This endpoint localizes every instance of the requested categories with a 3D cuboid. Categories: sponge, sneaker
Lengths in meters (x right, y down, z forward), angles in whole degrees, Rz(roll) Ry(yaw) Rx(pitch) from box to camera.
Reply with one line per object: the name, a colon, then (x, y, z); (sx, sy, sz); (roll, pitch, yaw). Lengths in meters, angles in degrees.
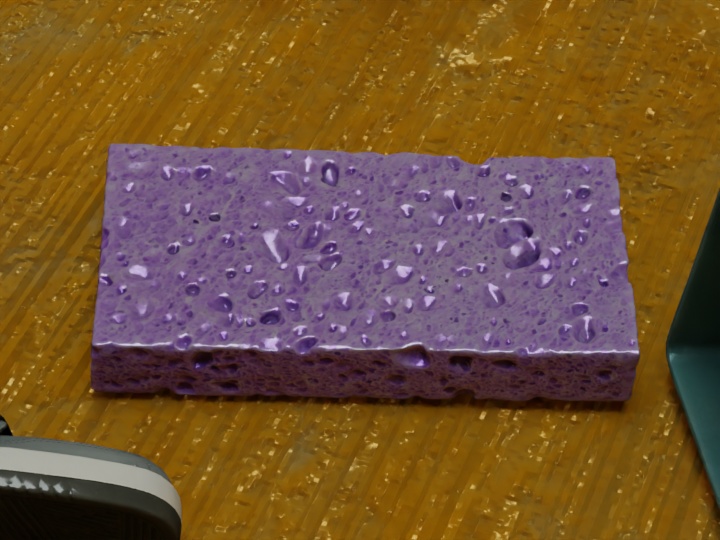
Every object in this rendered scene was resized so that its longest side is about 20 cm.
sponge: (0.000, 0.000, 0.893); (0.200, 0.030, 0.112); (2, 43, -1)
sneaker: (-0.154, 0.043, 0.809); (0.200, 0.084, 0.121); (4, 53, 4)

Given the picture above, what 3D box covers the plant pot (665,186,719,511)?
plant pot: (0.230, 0.028, 0.799); (0.200, 0.141, 0.141); (1, 43, -13)
